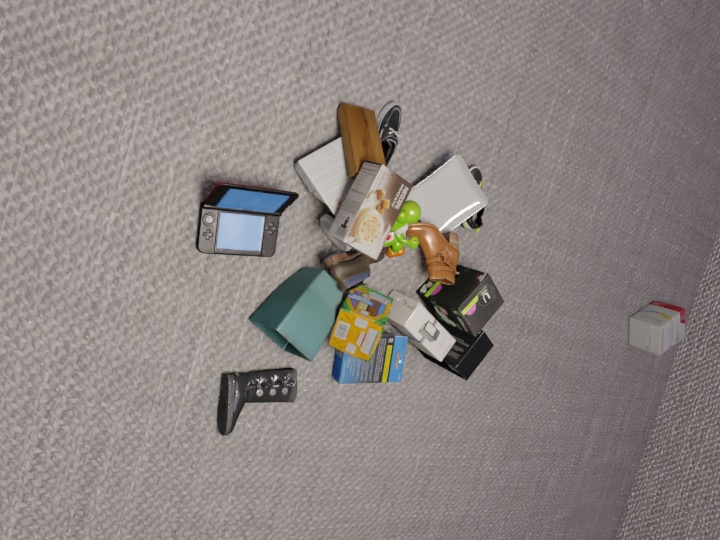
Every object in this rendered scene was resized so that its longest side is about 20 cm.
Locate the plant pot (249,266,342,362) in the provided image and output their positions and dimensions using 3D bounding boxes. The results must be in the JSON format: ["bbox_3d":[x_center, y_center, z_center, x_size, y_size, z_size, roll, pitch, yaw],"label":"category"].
[{"bbox_3d":[-0.146,0.097,1.387,0.141,0.141,0.201,48,67,-33],"label":"plant pot"}]

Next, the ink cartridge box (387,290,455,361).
[{"bbox_3d":[0.164,0.162,1.604,0.084,0.145,0.200,-52,123,-10],"label":"ink cartridge box"}]

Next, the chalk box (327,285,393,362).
[{"bbox_3d":[0.007,0.125,1.462,0.123,0.200,0.126,23,118,3],"label":"chalk box"}]

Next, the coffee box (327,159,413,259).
[{"bbox_3d":[0.024,-0.145,1.307,0.114,0.080,0.201,28,89,-38],"label":"coffee box"}]

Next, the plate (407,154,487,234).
[{"bbox_3d":[0.248,-0.213,1.597,0.199,0.032,0.200,-36,123,9],"label":"plate"}]

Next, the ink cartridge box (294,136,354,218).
[{"bbox_3d":[-0.046,-0.221,1.374,0.160,0.047,0.201,-34,91,-23],"label":"ink cartridge box"}]

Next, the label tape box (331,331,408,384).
[{"bbox_3d":[0.027,0.245,1.567,0.198,0.063,0.146,4,100,-25],"label":"label tape box"}]

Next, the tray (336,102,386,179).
[{"bbox_3d":[0.006,-0.321,1.376,0.098,0.037,0.202,3,66,-34],"label":"tray"}]

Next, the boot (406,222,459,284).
[{"bbox_3d":[0.202,-0.049,1.575,0.198,0.074,0.156,13,73,-19],"label":"boot"}]

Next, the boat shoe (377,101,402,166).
[{"bbox_3d":[0.073,-0.353,1.458,0.071,0.068,0.202,24,88,-36],"label":"boat shoe"}]

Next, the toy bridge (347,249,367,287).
[{"bbox_3d":[-0.002,-0.045,1.512,0.067,0.027,0.202,0,103,-32],"label":"toy bridge"}]

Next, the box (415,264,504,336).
[{"bbox_3d":[0.297,0.079,1.638,0.149,0.199,0.125,-45,122,-15],"label":"box"}]

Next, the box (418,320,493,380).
[{"bbox_3d":[0.282,0.227,1.666,0.141,0.199,0.079,-50,123,-12],"label":"box"}]

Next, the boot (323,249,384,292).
[{"bbox_3d":[0.000,0.000,1.435,0.199,0.075,0.098,-12,68,-38],"label":"boot"}]

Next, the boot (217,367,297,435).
[{"bbox_3d":[-0.263,0.337,1.419,0.199,0.065,0.167,1,103,-39],"label":"boot"}]

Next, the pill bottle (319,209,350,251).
[{"bbox_3d":[0.000,-0.155,1.432,0.200,0.114,0.115,-43,122,-17],"label":"pill bottle"}]

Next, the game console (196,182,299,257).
[{"bbox_3d":[-0.261,-0.111,1.266,0.198,0.118,0.174,3,100,-34],"label":"game console"}]

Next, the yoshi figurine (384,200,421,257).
[{"bbox_3d":[0.113,-0.120,1.464,0.111,0.200,0.113,18,65,2],"label":"yoshi figurine"}]

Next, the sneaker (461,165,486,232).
[{"bbox_3d":[0.360,-0.218,1.675,0.071,0.083,0.202,-7,106,-32],"label":"sneaker"}]

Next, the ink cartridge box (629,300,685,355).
[{"bbox_3d":[1.295,0.249,2.384,0.199,0.144,0.147,-23,114,-27],"label":"ink cartridge box"}]
